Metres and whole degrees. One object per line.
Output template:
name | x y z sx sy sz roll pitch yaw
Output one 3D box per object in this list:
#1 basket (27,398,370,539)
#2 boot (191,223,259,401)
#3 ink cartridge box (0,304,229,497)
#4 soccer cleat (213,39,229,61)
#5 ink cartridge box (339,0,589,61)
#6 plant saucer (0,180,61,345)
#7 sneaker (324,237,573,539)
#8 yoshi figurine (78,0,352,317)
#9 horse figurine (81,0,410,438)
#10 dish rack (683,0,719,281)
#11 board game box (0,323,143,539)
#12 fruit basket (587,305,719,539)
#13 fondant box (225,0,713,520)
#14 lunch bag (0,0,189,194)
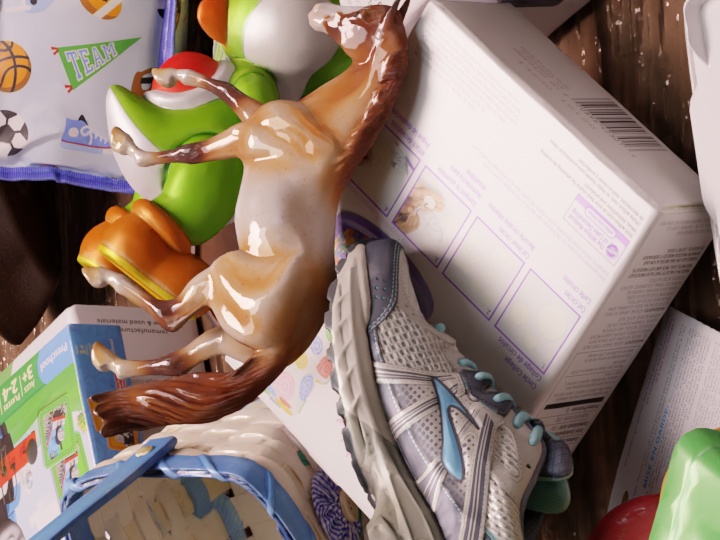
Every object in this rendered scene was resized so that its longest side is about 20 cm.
basket | -0.068 0.153 1.251 0.139 0.200 0.177 -7 117 40
boot | 0.000 0.000 1.325 0.200 0.064 0.187 -36 61 50
ink cartridge box | -0.137 0.140 1.508 0.146 0.084 0.201 -39 56 48
soccer cleat | -0.048 -0.168 1.409 0.084 0.064 0.201 3 90 60
ink cartridge box | 0.066 -0.191 1.210 0.200 0.084 0.146 -40 55 50
plant saucer | -0.212 -0.058 1.607 0.200 0.036 0.201 -19 -90 -85
sneaker | 0.040 0.075 1.124 0.078 0.086 0.201 69 -173 -63
yoshi figurine | -0.037 -0.065 1.296 0.112 0.112 0.201 27 78 27
horse figurine | -0.050 -0.018 1.175 0.132 0.050 0.201 4 71 26
dish rack | 0.187 -0.068 1.047 0.200 0.043 0.173 -27 66 55
board game box | -0.153 0.150 1.423 0.151 0.036 0.201 -39 57 44
fruit basket | 0.137 0.122 1.090 0.200 0.093 0.186 -141 65 -76
fondant box | 0.045 0.007 1.190 0.144 0.058 0.200 46 118 28
lunch bag | -0.139 -0.157 1.462 0.170 0.123 0.201 -112 28 -75
